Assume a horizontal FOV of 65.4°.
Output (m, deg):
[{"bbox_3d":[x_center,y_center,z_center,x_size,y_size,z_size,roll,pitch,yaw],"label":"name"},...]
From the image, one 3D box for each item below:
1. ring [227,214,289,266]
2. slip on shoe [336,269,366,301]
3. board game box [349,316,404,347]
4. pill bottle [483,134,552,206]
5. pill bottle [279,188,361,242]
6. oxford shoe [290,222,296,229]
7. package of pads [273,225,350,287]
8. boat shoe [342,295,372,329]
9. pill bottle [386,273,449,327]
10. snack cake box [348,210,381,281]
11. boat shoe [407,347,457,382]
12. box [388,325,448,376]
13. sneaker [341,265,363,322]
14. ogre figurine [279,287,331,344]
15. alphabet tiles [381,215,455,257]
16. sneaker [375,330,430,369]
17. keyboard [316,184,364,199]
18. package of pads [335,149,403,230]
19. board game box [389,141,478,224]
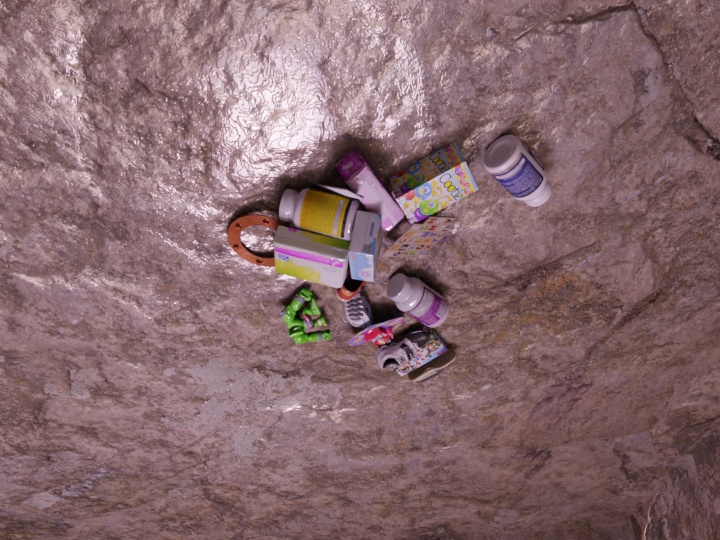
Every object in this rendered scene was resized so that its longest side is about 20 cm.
[{"bbox_3d":[-0.270,-0.075,1.545,0.197,0.019,0.202,4,138,3],"label":"ring"},{"bbox_3d":[0.000,0.000,1.595,0.074,0.201,0.061,36,153,-4],"label":"slip on shoe"},{"bbox_3d":[0.062,0.213,1.815,0.198,0.039,0.158,-14,157,-31],"label":"board game box"},{"bbox_3d":[0.425,-0.258,1.494,0.111,0.112,0.199,-40,126,22],"label":"pill bottle"},{"bbox_3d":[-0.105,-0.149,1.458,0.197,0.113,0.113,14,130,6],"label":"pill bottle"},{"bbox_3d":[-0.123,-0.071,1.572,0.057,0.076,0.201,-13,131,29],"label":"oxford shoe"},{"bbox_3d":[-0.129,-0.032,1.480,0.197,0.069,0.155,14,149,1],"label":"package of pads"},{"bbox_3d":[-0.013,0.141,1.767,0.085,0.076,0.202,-5,155,12],"label":"boat shoe"},{"bbox_3d":[0.177,0.090,1.746,0.199,0.113,0.112,32,119,-32],"label":"pill bottle"},{"bbox_3d":[0.014,-0.059,1.468,0.066,0.117,0.200,9,161,5],"label":"snack cake box"},{"bbox_3d":[0.264,0.343,2.015,0.200,0.072,0.066,-33,139,18],"label":"boat shoe"},{"bbox_3d":[0.188,0.281,1.963,0.199,0.038,0.137,-33,129,17],"label":"box"},{"bbox_3d":[-0.036,0.054,1.646,0.074,0.203,0.082,4,168,-19],"label":"sneaker"},{"bbox_3d":[-0.175,0.155,1.747,0.119,0.099,0.201,-25,143,-4],"label":"ogre figurine"},{"bbox_3d":[0.174,-0.094,1.582,0.166,0.008,0.200,-3,152,-38],"label":"alphabet tiles"},{"bbox_3d":[0.148,0.274,1.870,0.198,0.089,0.074,-29,125,13],"label":"sneaker"},{"bbox_3d":[-0.053,-0.199,1.412,0.056,0.200,0.011,17,93,-26],"label":"keyboard"},{"bbox_3d":[0.026,-0.206,1.451,0.075,0.121,0.200,-38,128,6],"label":"package of pads"},{"bbox_3d":[0.192,-0.229,1.479,0.198,0.104,0.105,-28,130,13],"label":"board game box"}]
